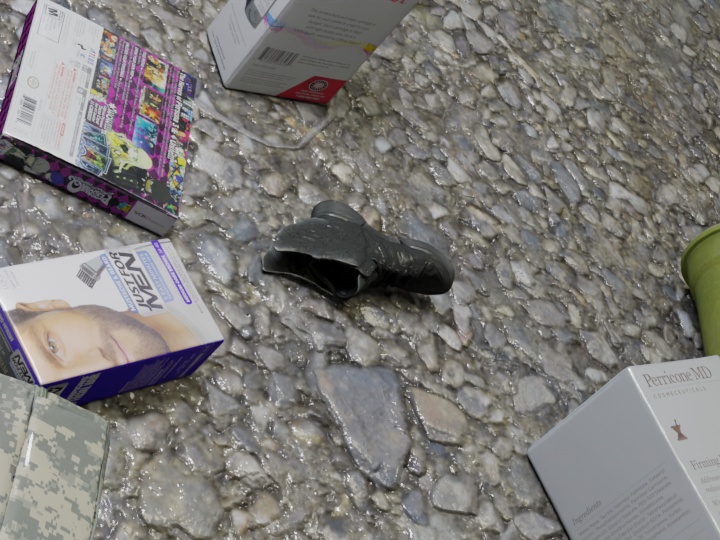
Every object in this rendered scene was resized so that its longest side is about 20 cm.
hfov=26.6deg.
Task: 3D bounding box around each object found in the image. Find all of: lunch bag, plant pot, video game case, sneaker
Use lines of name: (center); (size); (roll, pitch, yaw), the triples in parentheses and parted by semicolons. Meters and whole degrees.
lunch bag: (-0.277, 0.165, 1.042); (0.167, 0.139, 0.201); (29, 40, -21)
plant pot: (0.483, 0.068, 1.824); (0.199, 0.200, 0.186); (25, 53, -24)
video game case: (-0.246, -0.148, 1.442); (0.180, 0.036, 0.201); (25, 42, -24)
sneaker: (0.002, -0.002, 1.526); (0.198, 0.060, 0.105); (28, 39, -14)

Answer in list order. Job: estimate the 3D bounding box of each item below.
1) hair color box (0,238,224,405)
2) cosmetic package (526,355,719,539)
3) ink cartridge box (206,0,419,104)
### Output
hair color box: (-0.221, 0.045, 1.268); (0.199, 0.065, 0.110); (-14, 67, -47)
cosmetic package: (0.307, 0.217, 1.521); (0.166, 0.166, 0.201); (-3, 57, -44)
ink cartridge box: (-0.048, -0.275, 1.609); (0.146, 0.200, 0.086); (6, 51, -40)
